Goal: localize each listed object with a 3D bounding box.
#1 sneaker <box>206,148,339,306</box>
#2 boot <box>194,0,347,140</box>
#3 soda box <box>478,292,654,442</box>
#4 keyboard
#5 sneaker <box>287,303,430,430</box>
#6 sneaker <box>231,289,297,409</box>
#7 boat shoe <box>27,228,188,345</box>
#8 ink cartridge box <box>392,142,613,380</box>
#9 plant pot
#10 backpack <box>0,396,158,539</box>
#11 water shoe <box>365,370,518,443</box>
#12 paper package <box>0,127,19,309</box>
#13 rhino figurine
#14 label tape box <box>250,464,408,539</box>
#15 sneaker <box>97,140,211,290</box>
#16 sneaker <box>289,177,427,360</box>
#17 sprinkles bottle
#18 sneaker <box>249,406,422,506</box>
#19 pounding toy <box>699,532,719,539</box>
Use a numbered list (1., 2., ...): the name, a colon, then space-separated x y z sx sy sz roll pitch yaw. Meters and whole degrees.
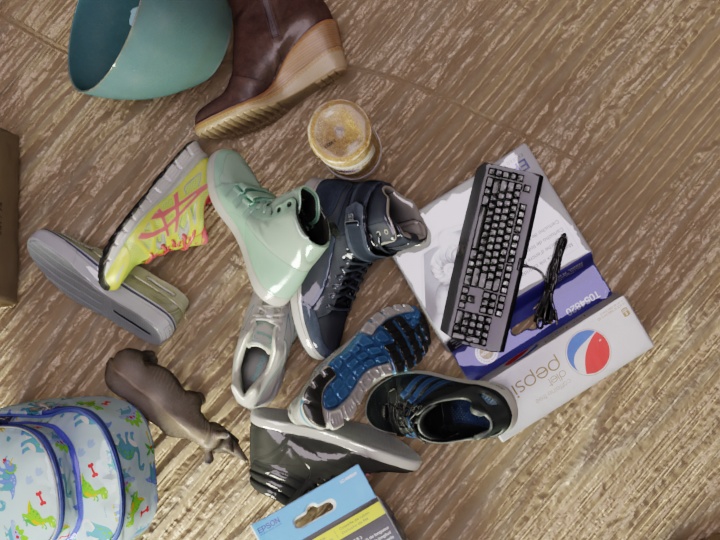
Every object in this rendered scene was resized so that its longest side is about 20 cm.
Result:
1. sneaker: -0.093 -0.076 1.643 0.118 0.073 0.202 -45 59 34
2. boot: -0.124 -0.255 1.711 0.198 0.072 0.168 -28 75 4
3. soda box: 0.221 0.106 1.665 0.199 0.064 0.069 -33 91 4
4. keyboard: 0.167 -0.009 1.656 0.126 0.021 0.202 13 90 3
5. sneaker: -0.007 0.105 1.667 0.199 0.086 0.075 -36 96 -30
6. sneaker: -0.097 0.059 1.682 0.070 0.080 0.203 14 87 5
7. boat shoe: -0.287 0.010 1.710 0.199 0.072 0.062 34 55 6
8. ink cartridge box: 0.153 -0.006 1.686 0.198 0.041 0.201 -32 87 2
9. plant pot: -0.221 -0.273 1.661 0.134 0.199 0.202 16 89 -31
10. backpack: -0.329 0.231 1.633 0.198 0.147 0.185 -10 88 23
11. water shoe: 0.073 0.150 1.629 0.198 0.079 0.072 -6 97 38
12. paper package: -0.448 -0.061 1.653 0.102 0.191 0.203 0 87 3
13. rhino figurine: -0.206 0.155 1.682 0.199 0.087 0.060 38 92 4
14. label tape box: -0.012 0.329 1.667 0.142 0.066 0.201 -30 92 3
15. sneaker: -0.214 -0.048 1.676 0.090 0.078 0.201 41 70 -10
16. sneaker: -0.001 -0.001 1.650 0.145 0.077 0.205 2 91 35
17. sprinkles bottle: -0.015 -0.138 1.621 0.067 0.200 0.069 0 88 4
18. sneaker: -0.035 0.222 1.684 0.198 0.071 0.100 13 102 -1
19. pounding toy: 0.388 0.352 1.589 0.141 0.184 0.202 -20 87 3
